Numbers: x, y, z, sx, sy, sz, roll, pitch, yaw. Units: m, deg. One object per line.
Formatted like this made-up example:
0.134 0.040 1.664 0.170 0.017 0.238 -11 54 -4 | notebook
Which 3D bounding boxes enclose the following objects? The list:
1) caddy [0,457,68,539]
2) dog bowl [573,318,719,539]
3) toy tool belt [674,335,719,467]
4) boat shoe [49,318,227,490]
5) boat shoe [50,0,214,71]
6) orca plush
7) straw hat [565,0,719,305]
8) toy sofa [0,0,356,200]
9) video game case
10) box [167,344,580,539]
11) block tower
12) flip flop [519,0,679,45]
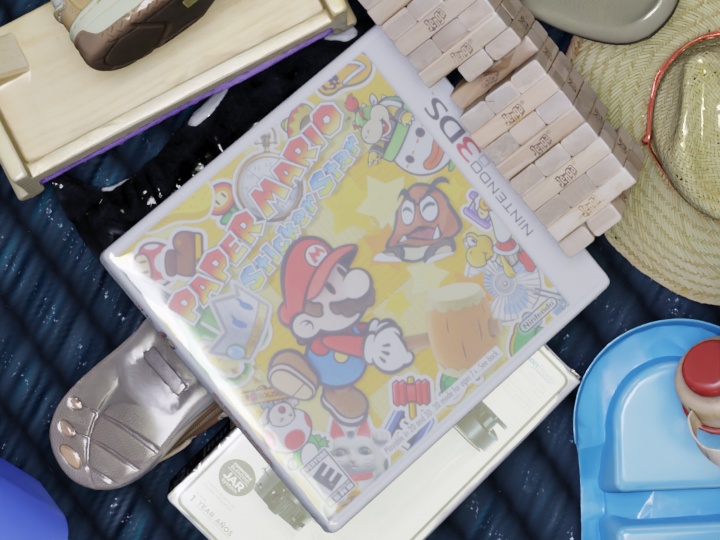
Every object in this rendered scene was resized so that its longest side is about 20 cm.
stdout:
-0.230 0.147 1.208 0.105 0.200 0.142 32 88 -21 | caddy
0.167 0.125 1.298 0.111 0.050 0.201 -2 92 -4 | dog bowl
0.239 0.015 1.190 0.199 0.123 0.125 -16 54 17 | toy tool belt
-0.077 0.038 1.269 0.200 0.072 0.076 -36 82 4 | boat shoe
-0.068 -0.182 1.167 0.200 0.072 0.076 -33 76 -2 | boat shoe
-0.067 -0.073 1.264 0.199 0.071 0.106 -16 93 -3 | orca plush
0.192 -0.072 1.248 0.200 0.085 0.202 3 101 12 | straw hat
-0.107 -0.118 1.242 0.199 0.098 0.083 -28 86 -2 | toy sofa
0.000 0.000 1.223 0.200 0.023 0.182 -41 94 -15 | video game case
0.006 0.086 1.281 0.117 0.060 0.200 44 90 -4 | box
0.065 -0.105 1.215 0.054 0.058 0.200 -38 97 20 | block tower
0.069 -0.167 1.254 0.199 0.058 0.081 19 91 21 | flip flop
